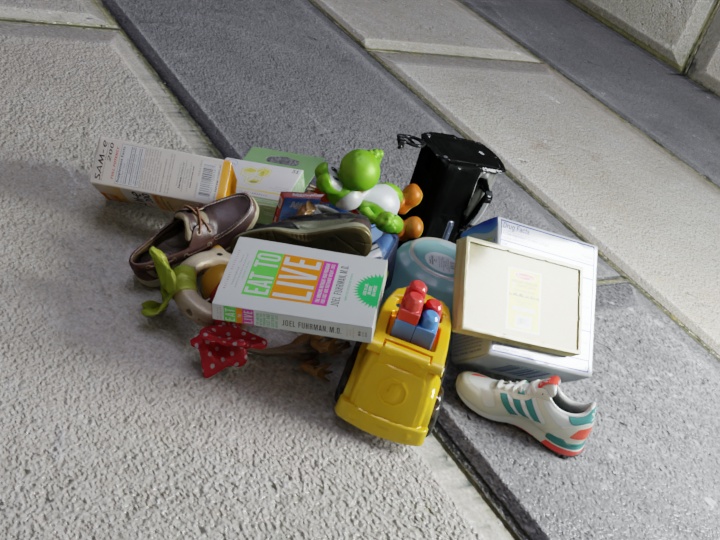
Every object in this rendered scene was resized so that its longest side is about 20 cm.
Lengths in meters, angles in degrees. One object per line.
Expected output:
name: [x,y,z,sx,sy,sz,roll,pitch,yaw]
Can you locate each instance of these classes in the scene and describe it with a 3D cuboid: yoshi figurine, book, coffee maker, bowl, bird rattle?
yoshi figurine: [0.024,-0.119,1.420,0.199,0.113,0.112,22,9,-42]
book: [-0.072,0.027,1.193,0.197,0.049,0.134,8,37,5]
coffee maker: [0.119,-0.120,1.597,0.189,0.202,0.135,18,28,-6]
bowl: [0.114,0.023,1.463,0.198,0.106,0.202,15,30,-9]
bird rattle: [-0.189,0.033,1.249,0.198,0.114,0.163,30,42,20]

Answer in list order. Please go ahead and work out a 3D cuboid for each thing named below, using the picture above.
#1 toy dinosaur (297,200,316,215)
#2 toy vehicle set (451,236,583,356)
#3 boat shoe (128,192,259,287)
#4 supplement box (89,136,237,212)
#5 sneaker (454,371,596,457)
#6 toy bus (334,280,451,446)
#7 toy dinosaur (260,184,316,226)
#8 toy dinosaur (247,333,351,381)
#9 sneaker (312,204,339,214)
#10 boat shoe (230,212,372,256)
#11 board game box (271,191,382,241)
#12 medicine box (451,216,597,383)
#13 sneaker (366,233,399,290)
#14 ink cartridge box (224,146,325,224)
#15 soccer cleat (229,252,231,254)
toy dinosaur: [-0.113,-0.010,1.397,0.060,0.106,0.203,20,69,-34]
toy vehicle set: [0.215,0.038,1.293,0.197,0.026,0.126,14,73,-25]
boat shoe: [-0.231,-0.052,1.321,0.198,0.072,0.073,-30,66,-9]
supplement box: [-0.291,-0.134,1.435,0.197,0.075,0.126,11,-8,-1]
sneaker: [0.229,0.170,1.305,0.198,0.094,0.070,27,31,12]
toy bus: [0.060,0.092,1.239,0.134,0.194,0.201,19,29,3]
toy dinosaur: [-0.078,-0.088,1.585,0.197,0.059,0.102,-10,49,-19]
toy dinosaur: [-0.078,0.106,1.287,0.198,0.061,0.106,-11,20,-31]
sneaker: [-0.034,-0.016,1.429,0.073,0.117,0.200,-2,38,-39]
boat shoe: [-0.079,-0.042,1.322,0.198,0.073,0.066,-6,29,10]
board game box: [-0.048,-0.076,1.527,0.197,0.104,0.020,0,38,-30]
medicine box: [0.238,0.047,1.377,0.180,0.103,0.203,14,72,-24]
sneaker: [0.000,0.000,1.350,0.081,0.075,0.200,14,31,17]
ink cartridge box: [-0.157,-0.158,1.580,0.143,0.048,0.201,11,44,15]
soccer cleat: [-0.191,-0.008,1.381,0.069,0.078,0.201,-33,67,-11]
